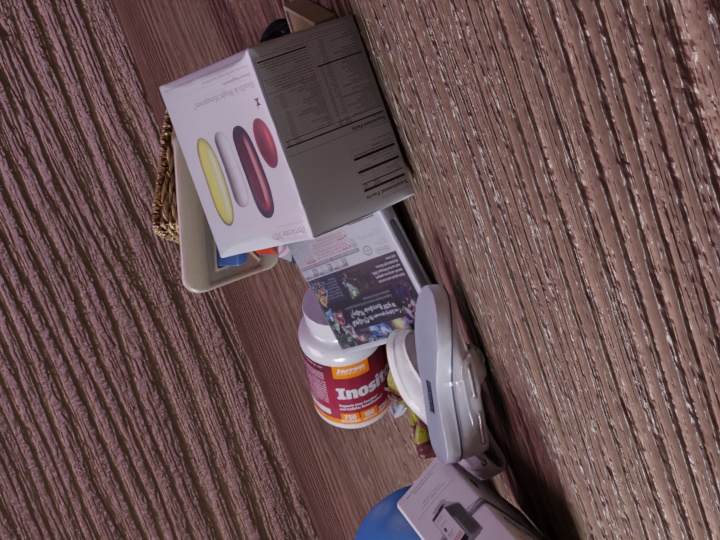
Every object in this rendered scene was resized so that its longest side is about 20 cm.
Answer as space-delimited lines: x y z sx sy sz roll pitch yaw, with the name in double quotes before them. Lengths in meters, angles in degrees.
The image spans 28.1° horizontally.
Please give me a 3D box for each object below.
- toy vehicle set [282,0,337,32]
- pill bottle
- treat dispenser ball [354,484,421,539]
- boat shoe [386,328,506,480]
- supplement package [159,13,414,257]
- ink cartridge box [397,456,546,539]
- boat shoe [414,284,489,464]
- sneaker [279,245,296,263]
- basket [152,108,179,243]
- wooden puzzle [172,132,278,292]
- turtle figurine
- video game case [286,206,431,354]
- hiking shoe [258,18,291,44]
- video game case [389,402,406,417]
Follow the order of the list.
"toy vehicle set" -0.031 -0.204 1.635 0.124 0.026 0.201 -134 24 -62
"pill bottle" -0.021 0.106 1.885 0.201 0.112 0.113 79 164 -46
"treat dispenser ball" 0.086 0.360 1.751 0.201 0.200 0.202 157 90 -79
"boat shoe" 0.102 0.146 1.612 0.069 0.071 0.201 -24 103 40
"supplement package" -0.081 -0.139 1.526 0.191 0.147 0.201 -11 101 54
"ink cartridge box" 0.145 0.300 1.528 0.147 0.083 0.200 39 -177 -28
"boat shoe" 0.102 0.107 1.536 0.074 0.065 0.201 -139 40 -63
"sneaker" -0.131 -0.049 1.911 0.070 0.082 0.200 54 178 25
"basket" -0.201 -0.129 2.060 0.143 0.148 0.201 46 -134 -71
"wooden puzzle" -0.142 -0.079 1.664 0.200 0.046 0.186 -20 -71 -64
"turtle figurine" 0.066 0.152 1.783 0.200 0.064 0.162 -140 29 -66
"video game case" 0.000 0.000 1.665 0.200 0.023 0.183 -19 101 54
"hiking shoe" -0.085 -0.206 1.753 0.101 0.075 0.201 -106 8 -79
"video game case" 0.035 0.119 1.985 0.144 0.018 0.200 64 168 13
